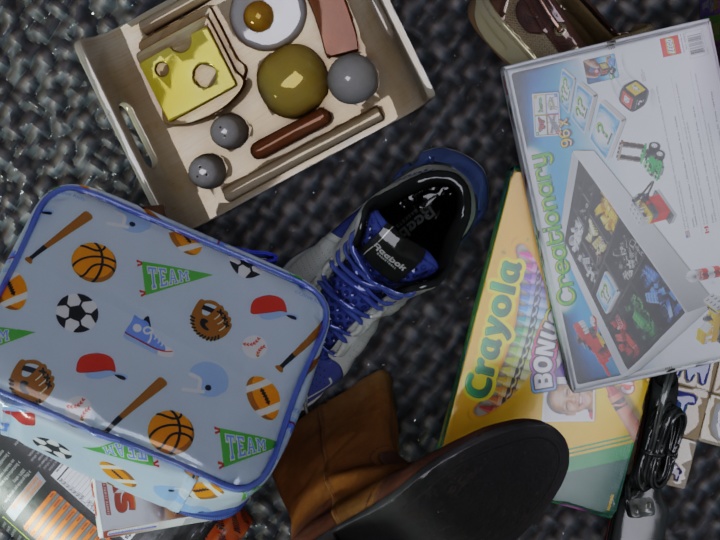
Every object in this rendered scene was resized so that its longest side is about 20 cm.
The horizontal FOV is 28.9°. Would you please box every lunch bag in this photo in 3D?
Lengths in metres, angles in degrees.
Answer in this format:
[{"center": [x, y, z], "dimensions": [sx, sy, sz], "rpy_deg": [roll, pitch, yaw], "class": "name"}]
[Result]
[{"center": [-0.119, 0.045, 0.815], "dimensions": [0.199, 0.076, 0.161], "rpy_deg": [24, 59, -7], "class": "lunch bag"}]

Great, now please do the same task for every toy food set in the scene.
[{"center": [-0.069, -0.130, 0.901], "dimensions": [0.199, 0.060, 0.144], "rpy_deg": [-27, 92, 8], "class": "toy food set"}]

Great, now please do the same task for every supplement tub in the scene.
[{"center": [-0.174, 0.132, 0.899], "dimensions": [0.200, 0.123, 0.123], "rpy_deg": [41, 96, 0], "class": "supplement tub"}]

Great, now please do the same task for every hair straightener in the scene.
[{"center": [0.191, 0.136, 0.892], "dimensions": [0.041, 0.077, 0.201], "rpy_deg": [16, 100, 4], "class": "hair straightener"}]

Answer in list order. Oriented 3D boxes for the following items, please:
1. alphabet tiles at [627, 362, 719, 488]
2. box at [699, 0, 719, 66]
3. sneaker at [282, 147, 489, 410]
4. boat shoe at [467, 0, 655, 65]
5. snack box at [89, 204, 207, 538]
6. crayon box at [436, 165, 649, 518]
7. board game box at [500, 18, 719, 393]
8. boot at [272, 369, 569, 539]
[{"center": [0.204, 0.057, 0.927], "dimensions": [0.199, 0.008, 0.168], "rpy_deg": [14, 95, 3], "class": "alphabet tiles"}, {"center": [0.315, -0.132, 0.821], "dimensions": [0.198, 0.176, 0.097], "rpy_deg": [-4, 94, 5], "class": "box"}, {"center": [0.001, -0.001, 0.882], "dimensions": [0.081, 0.115, 0.199], "rpy_deg": [44, 96, 1], "class": "sneaker"}, {"center": [0.160, -0.125, 0.875], "dimensions": [0.200, 0.072, 0.072], "rpy_deg": [45, 126, 5], "class": "boat shoe"}, {"center": [-0.139, 0.058, 0.857], "dimensions": [0.071, 0.024, 0.201], "rpy_deg": [-7, 71, -17], "class": "snack box"}, {"center": [0.128, 0.044, 0.898], "dimensions": [0.118, 0.058, 0.201], "rpy_deg": [14, 95, 2], "class": "crayon box"}, {"center": [0.166, -0.038, 0.841], "dimensions": [0.125, 0.035, 0.202], "rpy_deg": [-12, 95, 3], "class": "board game box"}, {"center": [0.028, 0.117, 0.853], "dimensions": [0.188, 0.200, 0.068], "rpy_deg": [-42, 108, 10], "class": "boot"}]
